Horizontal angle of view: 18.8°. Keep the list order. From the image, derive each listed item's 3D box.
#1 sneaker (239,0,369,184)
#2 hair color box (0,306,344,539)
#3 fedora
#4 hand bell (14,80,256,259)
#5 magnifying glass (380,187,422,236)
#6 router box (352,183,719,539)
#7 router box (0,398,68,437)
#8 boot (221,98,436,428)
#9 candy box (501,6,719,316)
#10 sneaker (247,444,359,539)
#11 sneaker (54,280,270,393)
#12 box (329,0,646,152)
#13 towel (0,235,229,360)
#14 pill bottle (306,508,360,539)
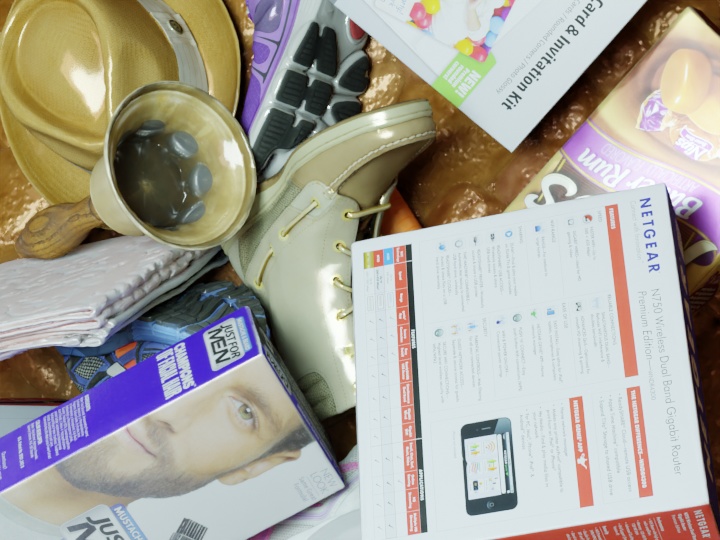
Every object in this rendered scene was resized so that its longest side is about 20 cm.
[{"bbox_3d":[-0.040,-0.150,1.364,0.083,0.081,0.200,10,82,40],"label":"sneaker"},{"bbox_3d":[-0.123,0.119,1.270,0.200,0.065,0.109,-29,119,2],"label":"hair color box"},{"bbox_3d":[-0.174,-0.126,1.411,0.200,0.082,0.201,-1,87,27],"label":"fedora"},{"bbox_3d":[-0.162,-0.038,1.361,0.200,0.104,0.104,-23,75,51],"label":"hand bell"},{"bbox_3d":[0.048,0.013,1.321,0.080,0.022,0.200,-47,63,33],"label":"magnifying glass"},{"bbox_3d":[0.089,0.062,1.157,0.179,0.049,0.200,-10,54,13],"label":"router box"},{"bbox_3d":[-0.246,0.180,1.373,0.049,0.179,0.200,5,88,34],"label":"router box"},{"bbox_3d":[0.000,0.000,1.299,0.200,0.073,0.156,-36,71,45],"label":"boot"},{"bbox_3d":[0.169,-0.037,1.252,0.117,0.056,0.200,47,108,20],"label":"candy box"},{"bbox_3d":[-0.043,0.166,1.334,0.200,0.081,0.088,-21,44,29],"label":"sneaker"},{"bbox_3d":[-0.119,0.054,1.366,0.200,0.075,0.079,-3,107,53],"label":"sneaker"},{"bbox_3d":[0.062,-0.189,1.263,0.200,0.041,0.156,40,120,-3],"label":"box"},{"bbox_3d":[-0.198,0.021,1.356,0.191,0.200,0.032,-11,102,24],"label":"towel"},{"bbox_3d":[0.031,0.240,1.231,0.113,0.113,0.200,1,122,26],"label":"pill bottle"}]
